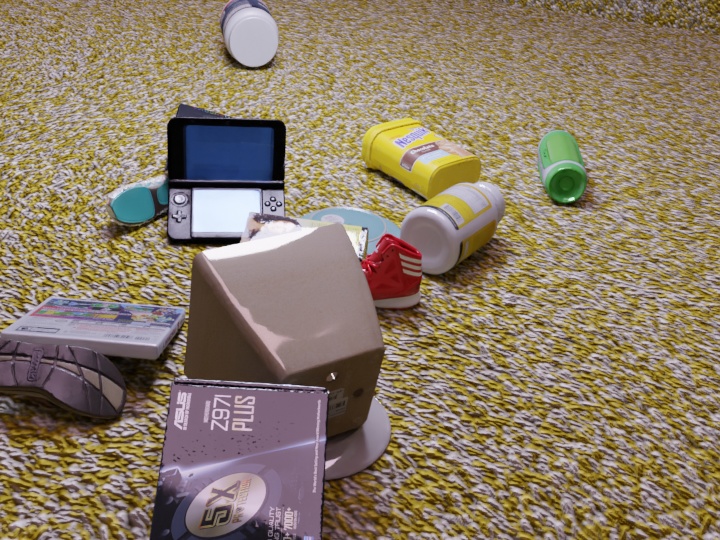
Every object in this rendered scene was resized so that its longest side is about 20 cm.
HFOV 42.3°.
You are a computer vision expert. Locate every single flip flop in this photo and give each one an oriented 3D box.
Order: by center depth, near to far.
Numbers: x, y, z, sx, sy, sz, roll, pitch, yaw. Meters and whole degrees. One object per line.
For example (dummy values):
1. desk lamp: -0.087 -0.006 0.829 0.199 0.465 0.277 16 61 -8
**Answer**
1. flip flop: -0.382 0.134 1.129 0.197 0.058 0.082 11 59 -9

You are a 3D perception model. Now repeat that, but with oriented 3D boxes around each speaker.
1. speaker: 0.396 -0.207 1.831 0.087 0.090 0.201 6 30 2

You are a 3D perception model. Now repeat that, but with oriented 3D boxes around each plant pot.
1. plant pot: -0.078 0.092 1.089 0.197 0.202 0.178 -13 46 -29

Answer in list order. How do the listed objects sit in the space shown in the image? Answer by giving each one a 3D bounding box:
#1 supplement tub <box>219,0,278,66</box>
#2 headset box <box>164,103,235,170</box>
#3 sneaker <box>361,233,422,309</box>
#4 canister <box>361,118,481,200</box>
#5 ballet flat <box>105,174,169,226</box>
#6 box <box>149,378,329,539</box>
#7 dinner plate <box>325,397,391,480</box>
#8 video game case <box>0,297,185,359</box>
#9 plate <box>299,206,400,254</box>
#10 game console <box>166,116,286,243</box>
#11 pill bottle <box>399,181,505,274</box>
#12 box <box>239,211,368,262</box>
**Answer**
1. supplement tub: -0.283 -0.610 2.370 0.138 0.142 0.201 -3 30 -13
2. headset box: -0.255 -0.218 1.662 0.171 0.094 0.200 15 16 -13
3. sneaker: 0.000 0.000 1.371 0.197 0.117 0.078 -9 32 -23
4. canister: 0.118 -0.214 1.798 0.147 0.088 0.199 -18 38 -34
5. ballet flat: -0.366 -0.121 1.589 0.071 0.073 0.199 23 29 29
6. box: -0.115 0.219 0.915 0.161 0.087 0.203 4 58 -2
7. dinner plate: -0.059 0.181 1.141 0.196 0.025 0.201 4 29 -2
8. video game case: -0.346 0.075 1.233 0.196 0.023 0.182 4 12 0
9. plate: -0.023 -0.069 1.582 0.196 0.026 0.201 4 31 -2
10. game console: -0.220 -0.147 1.532 0.196 0.117 0.178 0 57 -8
11. pill bottle: 0.160 -0.079 1.539 0.111 0.114 0.199 23 33 28
12. box: -0.088 -0.040 1.478 0.196 0.051 0.076 7 48 3
